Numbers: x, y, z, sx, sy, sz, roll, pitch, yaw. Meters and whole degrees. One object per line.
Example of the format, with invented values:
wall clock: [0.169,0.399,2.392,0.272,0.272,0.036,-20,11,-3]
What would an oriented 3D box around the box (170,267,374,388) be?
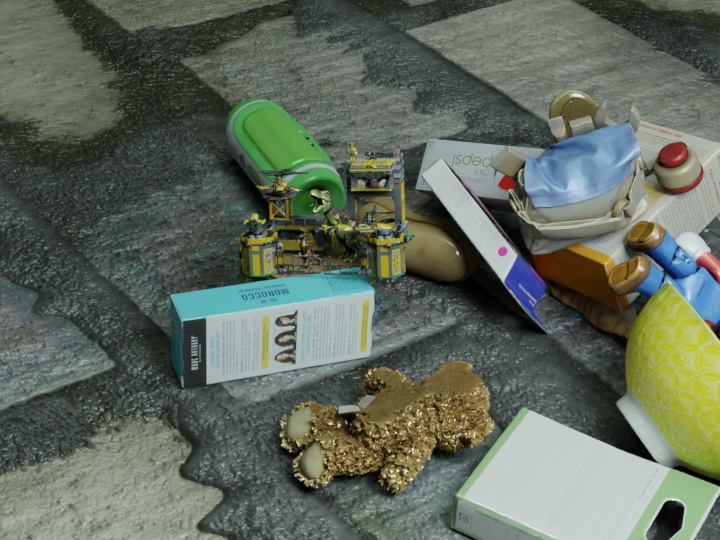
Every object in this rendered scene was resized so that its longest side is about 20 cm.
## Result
box: [-0.087,0.056,1.502,0.198,0.083,0.049,-8,34,-18]

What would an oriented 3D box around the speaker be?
speaker: [-0.091,-0.126,1.769,0.088,0.089,0.200,-12,37,-22]

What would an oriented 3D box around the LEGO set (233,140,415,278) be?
LEGO set: [-0.033,-0.067,1.532,0.198,0.117,0.154,3,18,18]

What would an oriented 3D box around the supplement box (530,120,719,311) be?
supplement box: [0.288,-0.062,1.605,0.200,0.074,0.126,-42,39,-19]

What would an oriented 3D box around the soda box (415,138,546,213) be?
soda box: [0.162,-0.103,1.712,0.199,0.064,0.068,10,-8,40]

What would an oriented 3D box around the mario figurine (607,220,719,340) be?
mario figurine: [0.332,0.041,1.528,0.199,0.124,0.106,37,12,-17]

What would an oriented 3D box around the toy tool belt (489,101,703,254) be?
toy tool belt: [0.239,-0.106,1.522,0.199,0.123,0.125,-22,37,8]

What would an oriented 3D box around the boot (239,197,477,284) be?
boot: [0.000,0.000,1.617,0.174,0.067,0.199,23,39,39]

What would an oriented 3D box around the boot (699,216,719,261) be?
boot: [0.341,-0.024,1.685,0.199,0.070,0.132,-19,46,-22]

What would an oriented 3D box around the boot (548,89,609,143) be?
boot: [0.268,-0.155,1.776,0.072,0.200,0.155,-32,31,13]

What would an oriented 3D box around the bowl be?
bowl: [0.301,0.123,1.393,0.107,0.200,0.201,-36,38,6]

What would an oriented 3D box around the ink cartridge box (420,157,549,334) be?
ink cartridge box: [0.141,-0.027,1.603,0.037,0.095,0.201,-37,57,8]

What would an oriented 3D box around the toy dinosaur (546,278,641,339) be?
toy dinosaur: [0.274,0.049,1.590,0.106,0.061,0.200,-32,36,-13]

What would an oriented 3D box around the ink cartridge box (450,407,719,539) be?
ink cartridge box: [0.200,0.209,1.338,0.199,0.048,0.145,22,38,22]

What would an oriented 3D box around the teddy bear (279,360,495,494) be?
teddy bear: [0.024,0.149,1.404,0.199,0.067,0.145,-24,33,-25]
